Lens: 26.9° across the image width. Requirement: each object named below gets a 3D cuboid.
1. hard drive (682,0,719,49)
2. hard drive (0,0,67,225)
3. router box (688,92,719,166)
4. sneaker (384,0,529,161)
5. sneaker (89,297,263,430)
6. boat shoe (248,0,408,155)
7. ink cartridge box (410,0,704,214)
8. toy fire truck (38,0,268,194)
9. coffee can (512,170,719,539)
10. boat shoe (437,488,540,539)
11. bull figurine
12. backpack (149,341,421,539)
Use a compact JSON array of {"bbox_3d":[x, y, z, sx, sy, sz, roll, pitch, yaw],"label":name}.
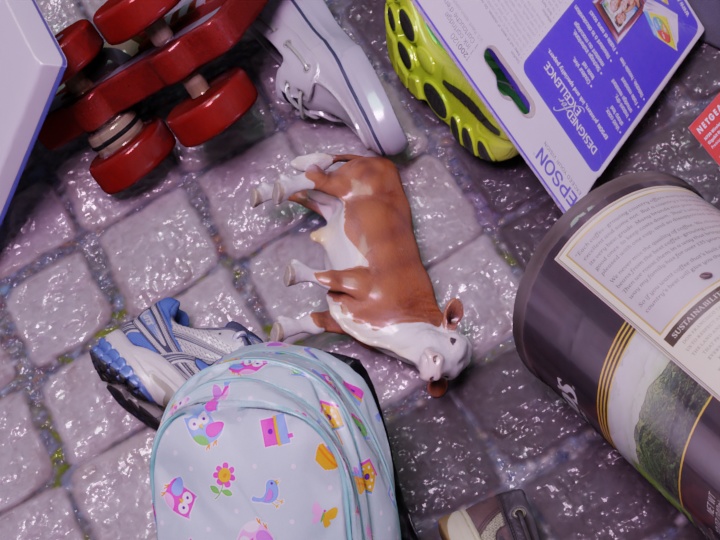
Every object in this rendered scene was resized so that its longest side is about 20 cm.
[{"bbox_3d":[0.181,-0.248,1.059,0.199,0.140,0.033,32,68,29],"label":"hard drive"},{"bbox_3d":[-0.270,-0.107,1.066,0.025,0.201,0.132,0,44,-39],"label":"hard drive"},{"bbox_3d":[0.316,-0.063,0.880,0.199,0.049,0.180,-30,76,-34],"label":"router box"},{"bbox_3d":[0.078,-0.153,1.077,0.083,0.075,0.201,-16,53,-23],"label":"sneaker"},{"bbox_3d":[-0.083,0.076,0.959,0.199,0.077,0.085,32,66,28],"label":"sneaker"},{"bbox_3d":[-0.028,-0.137,1.089,0.066,0.074,0.201,-30,43,0],"label":"boat shoe"},{"bbox_3d":[0.122,-0.169,0.985,0.043,0.199,0.201,-5,40,52],"label":"ink cartridge box"},{"bbox_3d":[-0.144,-0.159,1.096,0.199,0.113,0.168,-24,22,32],"label":"toy fire truck"},{"bbox_3d":[0.198,0.055,0.831,0.146,0.147,0.200,-35,42,-9],"label":"coffee can"},{"bbox_3d":[0.113,0.202,0.831,0.066,0.072,0.201,-33,52,-2],"label":"boat shoe"},{"bbox_3d":[0.000,0.000,0.981,0.120,0.065,0.201,6,44,-22],"label":"bull figurine"},{"bbox_3d":[-0.042,0.142,0.831,0.165,0.127,0.203,-4,99,8],"label":"backpack"}]
